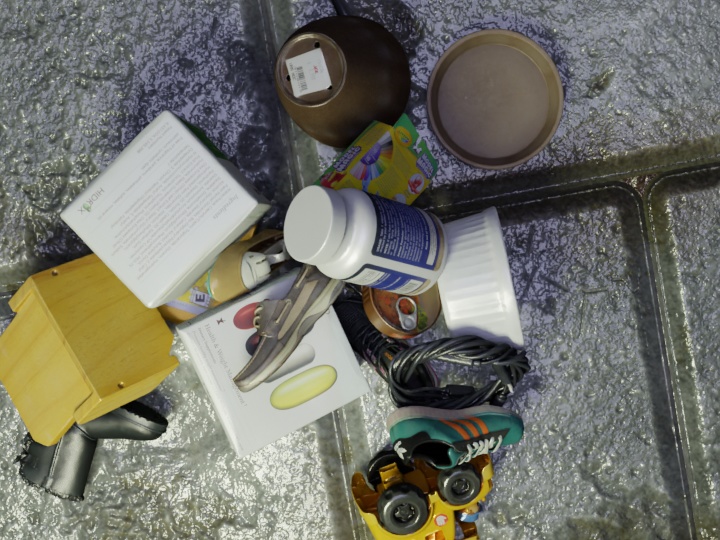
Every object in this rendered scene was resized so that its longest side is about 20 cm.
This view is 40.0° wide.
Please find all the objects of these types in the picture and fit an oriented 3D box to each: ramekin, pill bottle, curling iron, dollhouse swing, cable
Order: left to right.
[{"bbox_3d":[-0.392,0.117,1.395,0.181,0.176,0.201,-24,72,-39],"label":"dollhouse swing"},{"bbox_3d":[-0.020,-0.344,1.425,0.049,0.026,0.201,-20,93,3],"label":"curling iron"},{"bbox_3d":[0.007,-0.040,1.252,0.199,0.115,0.117,14,93,-42],"label":"pill bottle"},{"bbox_3d":[0.130,0.144,1.326,0.199,0.163,0.051,15,49,-26],"label":"cable"},{"bbox_3d":[0.160,0.020,1.364,0.097,0.200,0.202,-12,93,7],"label":"ramekin"}]

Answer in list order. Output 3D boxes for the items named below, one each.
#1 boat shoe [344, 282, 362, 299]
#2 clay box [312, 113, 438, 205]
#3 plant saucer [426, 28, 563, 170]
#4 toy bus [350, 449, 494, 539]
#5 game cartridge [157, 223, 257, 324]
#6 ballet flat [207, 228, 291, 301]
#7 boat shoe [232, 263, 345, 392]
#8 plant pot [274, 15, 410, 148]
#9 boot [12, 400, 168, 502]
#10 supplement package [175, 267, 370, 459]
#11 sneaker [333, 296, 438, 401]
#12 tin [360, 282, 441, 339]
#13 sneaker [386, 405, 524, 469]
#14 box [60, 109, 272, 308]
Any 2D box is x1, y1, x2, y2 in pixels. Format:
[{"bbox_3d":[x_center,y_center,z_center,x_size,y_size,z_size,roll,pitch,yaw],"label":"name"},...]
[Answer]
[{"bbox_3d":[0.000,0.000,1.428,0.201,0.061,0.072,40,57,-4],"label":"boat shoe"},{"bbox_3d":[0.009,-0.109,1.334,0.200,0.048,0.115,-48,129,-13],"label":"clay box"},{"bbox_3d":[0.193,-0.246,1.431,0.198,0.029,0.202,0,94,-1],"label":"plant saucer"},{"bbox_3d":[0.108,0.351,1.418,0.199,0.136,0.193,-22,106,-2],"label":"toy bus"},{"bbox_3d":[-0.269,-0.015,1.437,0.199,0.032,0.178,18,92,-3],"label":"game cartridge"},{"bbox_3d":[-0.141,-0.015,1.355,0.063,0.200,0.069,-4,111,22],"label":"ballet flat"},{"bbox_3d":[-0.102,0.067,1.267,0.073,0.075,0.200,39,71,1],"label":"boat shoe"},{"bbox_3d":[-0.041,-0.258,1.324,0.185,0.200,0.189,2,97,13],"label":"plant pot"},{"bbox_3d":[-0.392,0.254,1.429,0.197,0.073,0.163,21,90,6],"label":"boot"},{"bbox_3d":[-0.124,0.121,1.366,0.199,0.147,0.192,-26,95,-12],"label":"supplement package"},{"bbox_3d":[0.040,0.114,1.418,0.200,0.086,0.080,39,91,-2],"label":"sneaker"},{"bbox_3d":[0.053,-0.001,1.395,0.111,0.042,0.201,2,67,-20],"label":"tin"},{"bbox_3d":[0.135,0.233,1.340,0.198,0.080,0.072,2,136,-17],"label":"sneaker"},{"bbox_3d":[-0.250,-0.080,1.322,0.200,0.199,0.171,-43,92,2],"label":"box"}]
